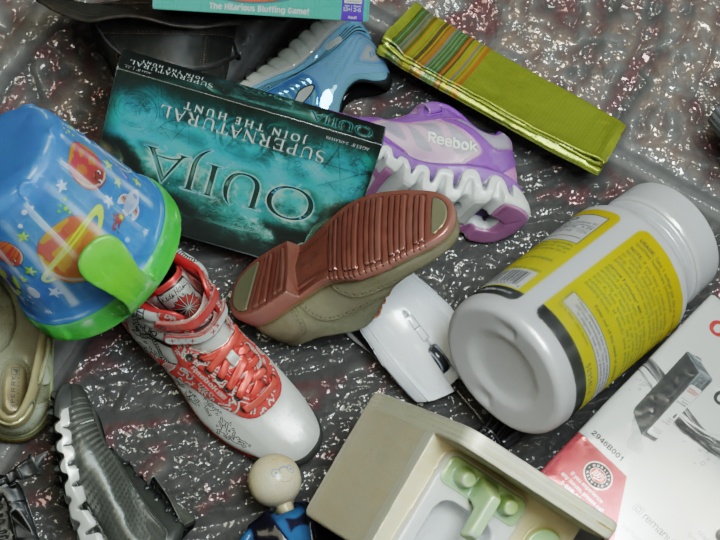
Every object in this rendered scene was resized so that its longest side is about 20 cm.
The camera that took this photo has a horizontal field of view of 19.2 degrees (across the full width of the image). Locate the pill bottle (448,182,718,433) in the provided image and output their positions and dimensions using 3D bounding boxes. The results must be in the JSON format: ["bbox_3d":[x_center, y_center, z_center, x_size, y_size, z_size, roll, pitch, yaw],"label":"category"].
[{"bbox_3d":[0.169,0.023,1.577,0.200,0.114,0.114,-35,78,-32],"label":"pill bottle"}]

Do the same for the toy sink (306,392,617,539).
[{"bbox_3d":[0.063,0.174,1.461,0.130,0.200,0.112,33,83,-18],"label":"toy sink"}]

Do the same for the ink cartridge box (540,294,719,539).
[{"bbox_3d":[0.242,0.140,1.579,0.144,0.084,0.200,43,73,10],"label":"ink cartridge box"}]

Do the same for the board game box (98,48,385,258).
[{"bbox_3d":[-0.094,-0.075,1.570,0.199,0.136,0.028,16,39,-4],"label":"board game box"}]

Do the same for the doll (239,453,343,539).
[{"bbox_3d":[-0.030,0.226,1.543,0.136,0.048,0.201,-19,75,-22],"label":"doll"}]

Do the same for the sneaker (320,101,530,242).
[{"bbox_3d":[0.038,-0.091,1.630,0.199,0.080,0.089,17,60,-20],"label":"sneaker"}]

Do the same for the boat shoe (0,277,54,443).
[{"bbox_3d":[-0.258,0.023,1.578,0.073,0.063,0.202,1,72,-6],"label":"boat shoe"}]

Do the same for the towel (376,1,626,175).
[{"bbox_3d":[0.113,-0.146,1.674,0.199,0.018,0.086,30,38,4],"label":"towel"}]

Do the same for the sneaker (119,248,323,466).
[{"bbox_3d":[-0.107,0.061,1.557,0.201,0.108,0.067,44,73,9],"label":"sneaker"}]

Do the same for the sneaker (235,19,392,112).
[{"bbox_3d":[-0.055,-0.115,1.639,0.200,0.078,0.090,-42,87,-14],"label":"sneaker"}]

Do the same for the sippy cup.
[{"bbox_3d":[-0.216,-0.042,1.494,0.177,0.130,0.140,-6,52,35],"label":"sippy cup"}]

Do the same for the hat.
[{"bbox_3d":[-0.150,-0.164,1.613,0.199,0.201,0.081,1,102,-5],"label":"hat"}]

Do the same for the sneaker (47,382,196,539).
[{"bbox_3d":[-0.168,0.173,1.540,0.090,0.066,0.201,-14,78,-13],"label":"sneaker"}]

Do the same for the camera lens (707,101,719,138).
[{"bbox_3d":[0.387,-0.097,1.631,0.160,0.160,0.200,-42,81,-16],"label":"camera lens"}]

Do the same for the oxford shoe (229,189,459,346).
[{"bbox_3d":[0.000,0.000,1.561,0.074,0.199,0.071,40,43,-36],"label":"oxford shoe"}]

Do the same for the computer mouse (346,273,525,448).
[{"bbox_3d":[0.047,0.059,1.608,0.110,0.044,0.200,-41,80,-15],"label":"computer mouse"}]

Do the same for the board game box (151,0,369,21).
[{"bbox_3d":[-0.070,-0.213,1.557,0.151,0.200,0.045,3,101,-3],"label":"board game box"}]

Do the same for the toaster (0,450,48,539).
[{"bbox_3d":[-0.291,0.245,1.473,0.199,0.119,0.182,-14,74,-9],"label":"toaster"}]
